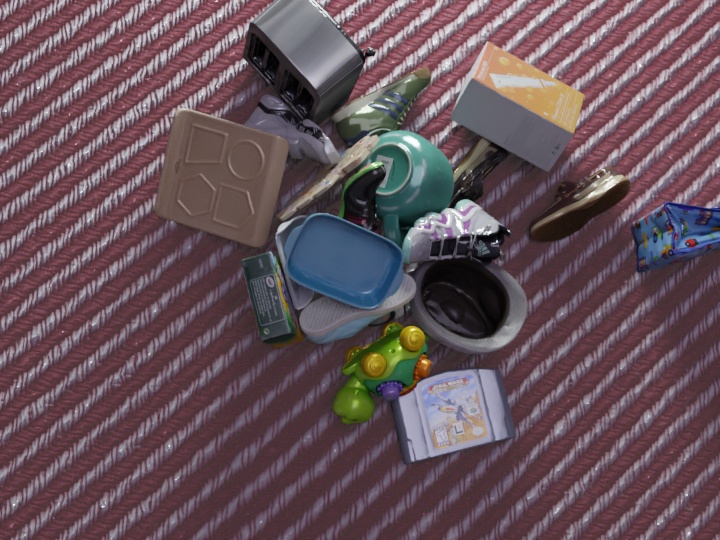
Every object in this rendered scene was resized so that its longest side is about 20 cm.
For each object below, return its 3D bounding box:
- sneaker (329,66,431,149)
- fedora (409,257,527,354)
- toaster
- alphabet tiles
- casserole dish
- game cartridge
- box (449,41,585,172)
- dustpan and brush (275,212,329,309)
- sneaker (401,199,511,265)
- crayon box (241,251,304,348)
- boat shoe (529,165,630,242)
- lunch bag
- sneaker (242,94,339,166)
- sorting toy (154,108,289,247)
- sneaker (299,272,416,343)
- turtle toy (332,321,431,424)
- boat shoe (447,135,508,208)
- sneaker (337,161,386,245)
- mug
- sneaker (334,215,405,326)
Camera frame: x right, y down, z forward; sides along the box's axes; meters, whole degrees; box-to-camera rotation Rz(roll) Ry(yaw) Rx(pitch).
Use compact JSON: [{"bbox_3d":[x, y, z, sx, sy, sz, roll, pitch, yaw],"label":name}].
[{"bbox_3d":[0.048,-0.273,1.792,0.198,0.067,0.091,-28,96,-15],"label":"sneaker"},{"bbox_3d":[0.171,0.065,1.719,0.198,0.091,0.178,24,64,5],"label":"fedora"},{"bbox_3d":[-0.091,-0.354,1.713,0.181,0.200,0.119,46,72,2],"label":"toaster"},{"bbox_3d":[-0.054,-0.149,1.677,0.015,0.199,0.196,49,35,-12],"label":"alphabet tiles"},{"bbox_3d":[-0.027,-0.018,1.594,0.198,0.039,0.122,22,105,-20],"label":"casserole dish"},{"bbox_3d":[0.152,0.235,1.720,0.197,0.042,0.135,-12,85,-11],"label":"game cartridge"},{"bbox_3d":[0.272,-0.283,1.783,0.198,0.098,0.125,27,46,-2],"label":"box"},{"bbox_3d":[-0.084,-0.044,1.683,0.056,0.201,0.141,-9,116,9],"label":"dustpan and brush"},{"bbox_3d":[0.170,-0.043,1.670,0.139,0.079,0.199,31,45,31],"label":"sneaker"},{"bbox_3d":[-0.134,0.051,1.624,0.051,0.200,0.128,-15,82,1],"label":"crayon box"},{"bbox_3d":[0.375,-0.122,1.814,0.198,0.072,0.072,-32,54,-3],"label":"boat shoe"},{"bbox_3d":[0.594,-0.061,1.784,0.197,0.151,0.096,-4,79,-9],"label":"lunch bag"},{"bbox_3d":[-0.128,-0.204,1.720,0.199,0.075,0.115,38,82,31],"label":"sneaker"},{"bbox_3d":[-0.228,-0.153,1.695,0.197,0.036,0.188,16,102,7],"label":"sorting toy"},{"bbox_3d":[-0.003,0.062,1.677,0.197,0.082,0.075,-18,63,-2],"label":"sneaker"},{"bbox_3d":[0.035,0.166,1.668,0.199,0.146,0.102,-33,99,-11],"label":"turtle toy"},{"bbox_3d":[0.187,-0.151,1.780,0.064,0.073,0.201,35,76,5],"label":"boat shoe"},{"bbox_3d":[0.005,-0.085,1.641,0.083,0.202,0.076,37,36,21],"label":"sneaker"},{"bbox_3d":[0.073,-0.139,1.702,0.151,0.114,0.187,-33,67,17],"label":"mug"},{"bbox_3d":[0.000,0.000,1.724,0.079,0.074,0.202,-28,84,-7],"label":"sneaker"}]
